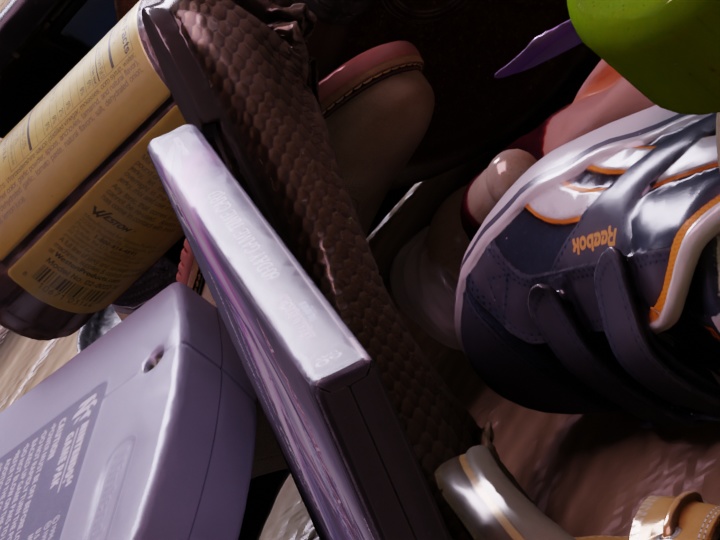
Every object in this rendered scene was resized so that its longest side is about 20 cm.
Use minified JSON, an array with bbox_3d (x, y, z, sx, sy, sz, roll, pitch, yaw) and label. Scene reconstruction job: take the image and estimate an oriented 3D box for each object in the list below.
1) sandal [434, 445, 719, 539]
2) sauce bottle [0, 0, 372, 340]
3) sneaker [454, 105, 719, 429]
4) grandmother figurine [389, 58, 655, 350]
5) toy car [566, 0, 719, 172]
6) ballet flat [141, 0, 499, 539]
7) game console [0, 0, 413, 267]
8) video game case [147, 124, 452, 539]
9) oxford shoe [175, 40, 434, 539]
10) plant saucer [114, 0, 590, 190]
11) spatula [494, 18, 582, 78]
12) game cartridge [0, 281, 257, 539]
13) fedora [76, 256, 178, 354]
[{"bbox_3d":[0.076,0.081,0.660,0.054,0.081,0.200,-36,18,-10],"label":"sandal"},{"bbox_3d":[-0.049,-0.057,0.926,0.200,0.065,0.065,-40,21,29],"label":"sauce bottle"},{"bbox_3d":[0.086,0.004,0.771,0.200,0.078,0.080,-38,31,48],"label":"sneaker"},{"bbox_3d":[0.073,-0.037,0.870,0.200,0.121,0.061,-44,59,47],"label":"grandmother figurine"},{"bbox_3d":[0.158,-0.015,0.548,0.158,0.164,0.200,-45,32,13],"label":"toy car"},{"bbox_3d":[0.000,0.000,0.843,0.046,0.201,0.067,-26,-15,-9],"label":"ballet flat"},{"bbox_3d":[-0.021,-0.090,1.033,0.200,0.116,0.176,-49,-9,3],"label":"game console"},{"bbox_3d":[-0.003,0.052,0.767,0.019,0.143,0.200,-25,22,-5],"label":"video game case"},{"bbox_3d":[-0.019,0.018,0.931,0.071,0.074,0.200,-19,-33,-49],"label":"oxford shoe"},{"bbox_3d":[0.017,-0.107,0.986,0.201,0.200,0.037,-48,39,3],"label":"plant saucer"},{"bbox_3d":[0.126,-0.076,0.753,0.199,0.021,0.057,-11,-7,-17],"label":"spatula"},{"bbox_3d":[-0.089,0.094,0.845,0.133,0.041,0.200,-40,22,32],"label":"game cartridge"},{"bbox_3d":[-0.073,-0.047,1.203,0.201,0.092,0.201,-43,20,20],"label":"fedora"}]
